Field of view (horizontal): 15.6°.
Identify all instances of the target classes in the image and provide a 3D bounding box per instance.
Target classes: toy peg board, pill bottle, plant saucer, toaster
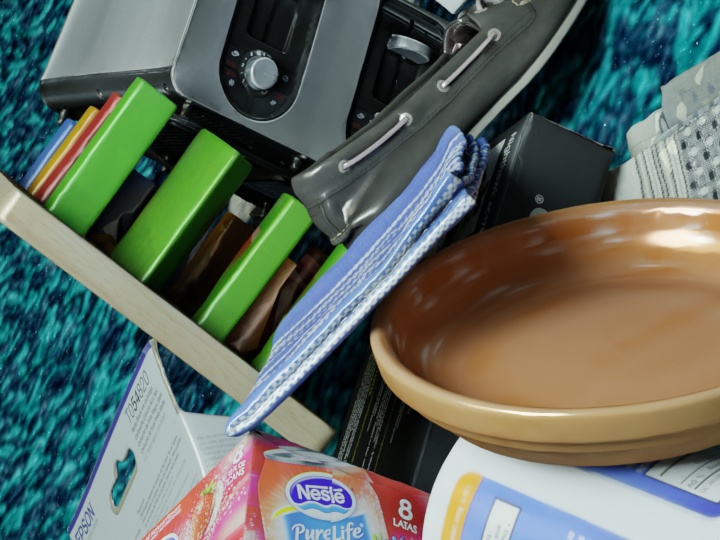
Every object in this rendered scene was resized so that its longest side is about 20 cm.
[{"bbox_3d":[-0.089,-0.016,1.344,0.098,0.200,0.199,-52,14,-2],"label":"toy peg board"},{"bbox_3d":[0.130,0.125,1.033,0.199,0.112,0.113,21,91,39],"label":"pill bottle"},{"bbox_3d":[0.104,0.026,1.061,0.200,0.199,0.038,33,137,58],"label":"plant saucer"},{"bbox_3d":[-0.058,-0.106,1.418,0.200,0.180,0.119,1,69,58],"label":"toaster"}]

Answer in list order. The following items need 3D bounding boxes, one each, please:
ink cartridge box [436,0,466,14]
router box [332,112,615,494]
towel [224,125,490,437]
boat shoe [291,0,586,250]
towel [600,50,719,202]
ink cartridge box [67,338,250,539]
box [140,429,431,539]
[{"bbox_3d":[0.088,-0.243,1.300,0.200,0.083,0.145,-47,8,35],"label":"ink cartridge box"},{"bbox_3d":[0.044,0.042,1.234,0.149,0.051,0.201,-36,33,66],"label":"router box"},{"bbox_3d":[0.000,0.000,1.144,0.145,0.024,0.200,-47,2,9],"label":"towel"},{"bbox_3d":[0.043,-0.092,1.288,0.200,0.057,0.067,-51,8,-20],"label":"boat shoe"},{"bbox_3d":[0.179,-0.023,1.138,0.192,0.034,0.201,-36,45,44],"label":"towel"},{"bbox_3d":[-0.085,0.167,1.348,0.201,0.040,0.200,67,151,28],"label":"ink cartridge box"},{"bbox_3d":[-0.056,0.167,1.136,0.200,0.095,0.100,-46,32,45],"label":"box"}]
